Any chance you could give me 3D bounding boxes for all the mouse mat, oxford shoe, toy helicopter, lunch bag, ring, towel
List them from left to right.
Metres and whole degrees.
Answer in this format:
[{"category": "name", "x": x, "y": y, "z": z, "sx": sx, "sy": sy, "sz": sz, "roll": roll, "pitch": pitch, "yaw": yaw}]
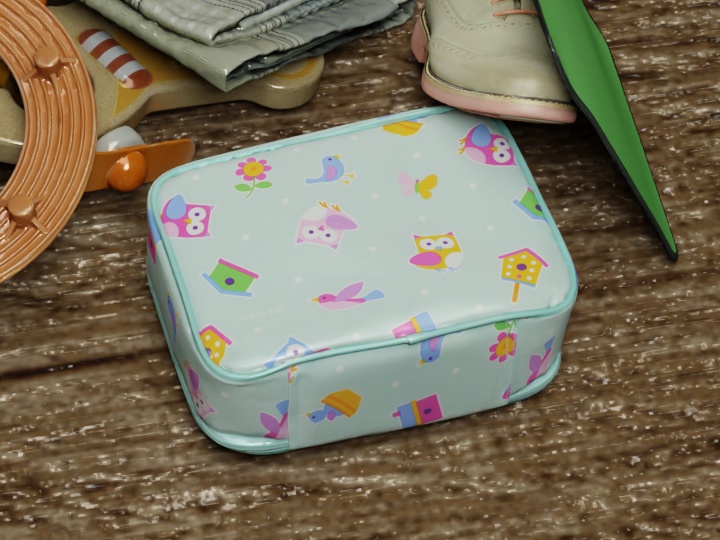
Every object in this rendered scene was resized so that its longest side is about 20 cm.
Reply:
[{"category": "ring", "x": -0.228, "y": -0.071, "z": 1.351, "sx": 0.200, "sy": 0.019, "sz": 0.201, "roll": 0, "pitch": 63, "yaw": 0}, {"category": "toy helicopter", "x": -0.112, "y": -0.091, "z": 1.427, "sx": 0.199, "sy": 0.079, "sz": 0.133, "roll": -7, "pitch": 51, "yaw": -17}, {"category": "towel", "x": -0.087, "y": -0.172, "z": 1.467, "sx": 0.200, "sy": 0.035, "sz": 0.192, "roll": 34, "pitch": 31, "yaw": 20}, {"category": "lunch bag", "x": 0.000, "y": 0.000, "z": 1.359, "sx": 0.199, "sy": 0.077, "sz": 0.161, "roll": -12, "pitch": 49, "yaw": -14}, {"category": "oxford shoe", "x": 0.067, "y": -0.124, "z": 1.402, "sx": 0.071, "sy": 0.074, "sz": 0.200, "roll": 7, "pitch": 18, "yaw": -16}, {"category": "mouse mat", "x": 0.109, "y": -0.111, "z": 1.385, "sx": 0.008, "sy": 0.200, "sz": 0.161, "roll": -23, "pitch": 53, "yaw": 13}]
